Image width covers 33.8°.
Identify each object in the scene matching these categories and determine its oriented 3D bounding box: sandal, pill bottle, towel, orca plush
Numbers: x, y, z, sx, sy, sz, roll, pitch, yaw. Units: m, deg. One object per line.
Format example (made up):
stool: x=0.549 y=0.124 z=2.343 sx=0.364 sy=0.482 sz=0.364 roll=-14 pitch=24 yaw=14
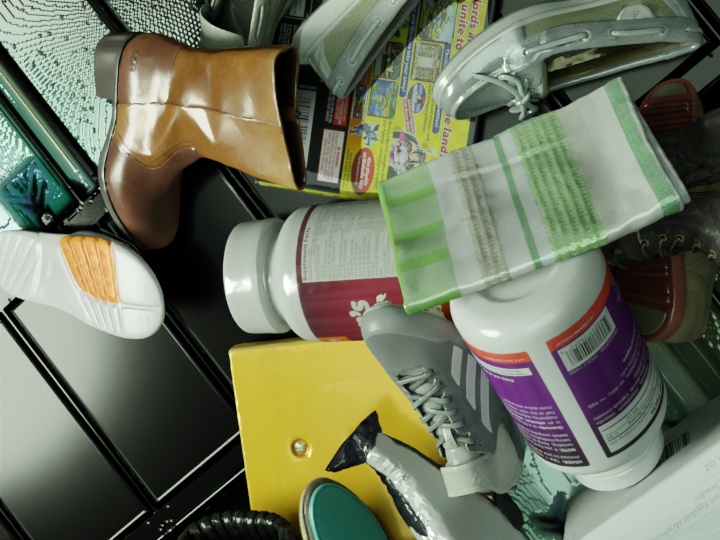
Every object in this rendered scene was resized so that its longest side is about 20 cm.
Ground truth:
sandal: x=-0.234 y=-0.002 z=1.020 sx=0.205 sy=0.059 sz=0.080 roll=15 pitch=110 yaw=32
pill bottle: x=0.150 y=0.067 z=0.850 sx=0.111 sy=0.113 sz=0.201 roll=-23 pitch=126 yaw=14
towel: x=0.111 y=-0.056 z=0.821 sx=0.198 sy=0.150 sz=0.031 roll=-21 pitch=127 yaw=8
orca plush: x=0.055 y=0.207 z=0.924 sx=0.199 sy=0.106 sz=0.071 roll=32 pitch=135 yaw=-5
pill bottle: x=0.000 y=0.000 z=0.932 sx=0.198 sy=0.109 sz=0.111 roll=-4 pitch=96 yaw=21

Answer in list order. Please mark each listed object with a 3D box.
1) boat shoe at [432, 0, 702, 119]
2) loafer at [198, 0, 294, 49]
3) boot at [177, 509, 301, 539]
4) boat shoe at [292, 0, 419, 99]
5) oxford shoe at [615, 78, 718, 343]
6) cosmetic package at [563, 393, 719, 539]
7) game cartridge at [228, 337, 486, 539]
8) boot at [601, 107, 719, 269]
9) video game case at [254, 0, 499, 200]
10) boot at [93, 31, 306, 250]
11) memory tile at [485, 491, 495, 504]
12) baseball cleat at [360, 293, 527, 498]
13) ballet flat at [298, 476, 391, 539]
boat shoe: x=0.151 y=-0.158 z=0.879 sx=0.200 sy=0.075 sz=0.065 roll=-22 pitch=70 yaw=-2
loafer: x=-0.103 y=-0.191 z=0.943 sx=0.070 sy=0.069 sz=0.201 roll=40 pitch=117 yaw=32
boot: x=-0.125 y=0.281 z=0.977 sx=0.209 sy=0.080 sz=0.159 roll=-22 pitch=132 yaw=6
boat shoe: x=0.038 y=-0.216 z=0.900 sx=0.201 sy=0.074 sz=0.065 roll=-38 pitch=92 yaw=17
oxford shoe: x=0.240 y=-0.043 z=0.909 sx=0.070 sy=0.074 sz=0.203 roll=3 pitch=84 yaw=50
cosmetic package: x=0.290 y=0.217 z=0.890 sx=0.199 sy=0.123 sz=0.201 roll=-39 pitch=88 yaw=14
game cartridge: x=-0.001 y=0.139 z=0.980 sx=0.198 sy=0.032 sz=0.179 roll=-7 pitch=95 yaw=11
boot: x=0.223 y=-0.021 z=0.834 sx=0.173 sy=0.069 sz=0.202 roll=-19 pitch=66 yaw=40
video game case: x=0.013 y=-0.156 z=0.960 sx=0.179 sy=0.025 sz=0.203 roll=10 pitch=98 yaw=12
boot: x=-0.115 y=-0.090 z=0.930 sx=0.198 sy=0.068 sz=0.191 roll=14 pitch=112 yaw=34
memory tile: x=0.059 y=0.238 z=0.999 sx=0.151 sy=0.017 sz=0.202 roll=-11 pitch=94 yaw=14
baseball cleat: x=0.068 y=0.103 z=0.870 sx=0.069 sy=0.200 sz=0.107 roll=-18 pitch=48 yaw=38
ballet flat: x=0.006 y=0.249 z=0.954 sx=0.070 sy=0.071 sz=0.200 roll=-37 pitch=105 yaw=14
